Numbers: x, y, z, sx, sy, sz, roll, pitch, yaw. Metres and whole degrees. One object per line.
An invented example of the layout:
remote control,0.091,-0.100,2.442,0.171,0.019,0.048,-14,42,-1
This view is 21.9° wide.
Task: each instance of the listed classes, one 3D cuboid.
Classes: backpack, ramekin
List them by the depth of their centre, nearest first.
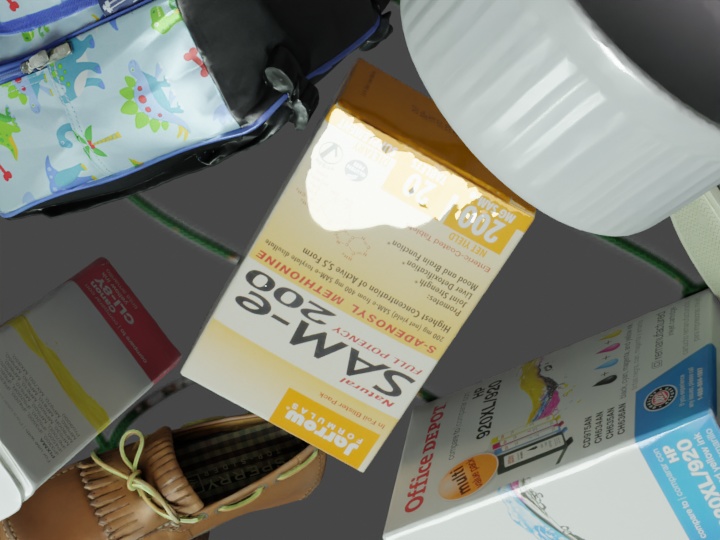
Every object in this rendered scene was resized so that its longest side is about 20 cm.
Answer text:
ramekin,0.114,-0.113,0.904,0.200,0.201,0.098,40,124,-12
backpack,-0.116,-0.125,0.947,0.200,0.183,0.147,-21,106,26

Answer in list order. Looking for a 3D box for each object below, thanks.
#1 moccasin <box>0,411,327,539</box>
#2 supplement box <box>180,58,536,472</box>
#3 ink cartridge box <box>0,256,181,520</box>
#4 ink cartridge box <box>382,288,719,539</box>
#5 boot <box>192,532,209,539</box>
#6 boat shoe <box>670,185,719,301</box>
moccasin,-0.112,0.125,1.086,0.201,0.074,0.078,-10,149,-18
supplement box,0.000,0.000,1.051,0.126,0.074,0.200,28,119,-5
ink cartridge box,-0.212,0.087,1.056,0.145,0.200,0.083,-34,95,24
ink cartridge box,0.138,0.133,1.055,0.200,0.147,0.145,-24,110,21
boot,-0.175,0.196,1.112,0.154,0.200,0.074,12,112,-5
boat shoe,0.238,0.004,1.027,0.068,0.072,0.200,-41,100,-14
